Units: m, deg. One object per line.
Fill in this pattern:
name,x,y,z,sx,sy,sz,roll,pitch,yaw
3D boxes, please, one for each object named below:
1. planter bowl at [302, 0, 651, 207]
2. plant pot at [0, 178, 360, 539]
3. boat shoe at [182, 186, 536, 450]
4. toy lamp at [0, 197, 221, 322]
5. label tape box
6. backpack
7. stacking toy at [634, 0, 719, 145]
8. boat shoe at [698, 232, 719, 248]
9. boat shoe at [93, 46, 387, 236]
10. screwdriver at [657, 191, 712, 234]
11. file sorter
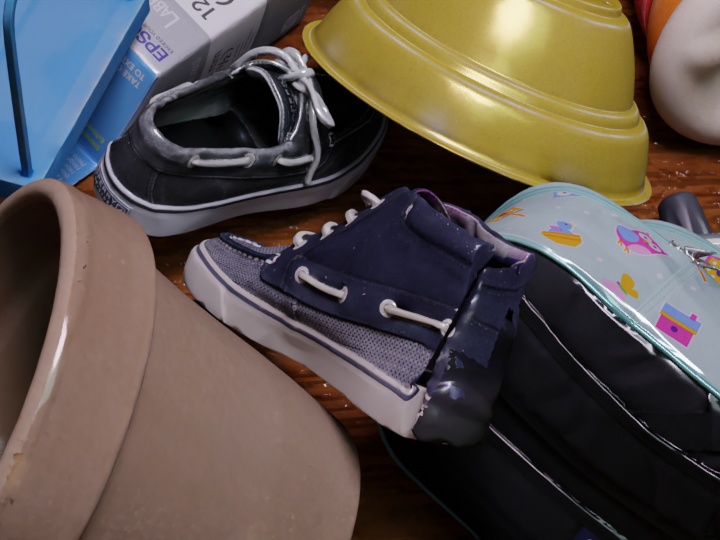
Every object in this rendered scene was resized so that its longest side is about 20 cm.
planter bowl,0.076,-0.117,1.026,0.199,0.084,0.201,22,19,-8
plant pot,-0.099,0.088,0.855,0.174,0.200,0.202,27,53,-25
boat shoe,0.000,0.000,0.895,0.074,0.094,0.199,14,11,-45
toy lamp,-0.156,-0.024,0.966,0.200,0.058,0.058,42,56,4
label tape box,-0.134,-0.148,1.040,0.143,0.066,0.200,44,54,9
backpack,0.111,0.058,0.943,0.199,0.176,0.153,36,40,5
stacking toy,0.199,-0.185,1.162,0.145,0.147,0.201,-6,48,-23
boat shoe,0.224,0.009,1.065,0.198,0.074,0.062,2,25,-12
boat shoe,-0.047,-0.076,1.003,0.198,0.068,0.074,-16,62,-45
screwdriver,0.199,0.047,1.068,0.028,0.029,0.202,-6,63,-23
file sorter,-0.215,-0.142,0.918,0.198,0.123,0.139,15,51,9
